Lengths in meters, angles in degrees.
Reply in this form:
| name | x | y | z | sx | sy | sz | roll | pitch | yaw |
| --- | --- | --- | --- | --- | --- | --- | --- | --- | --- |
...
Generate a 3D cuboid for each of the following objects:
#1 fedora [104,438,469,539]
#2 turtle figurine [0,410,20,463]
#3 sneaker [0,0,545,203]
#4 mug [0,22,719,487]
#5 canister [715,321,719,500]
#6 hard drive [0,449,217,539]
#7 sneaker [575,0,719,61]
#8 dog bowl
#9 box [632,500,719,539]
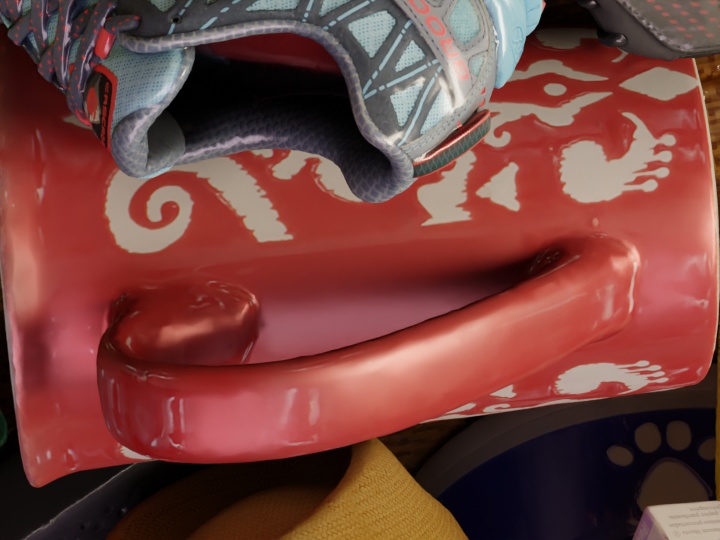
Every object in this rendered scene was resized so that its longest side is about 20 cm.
| name | x | y | z | sx | sy | sz | roll | pitch | yaw |
| --- | --- | --- | --- | --- | --- | --- | --- | --- | --- |
| fedora | -0.020 | 0.100 | 0.869 | 0.200 | 0.201 | 0.082 | -17 | 99 | 17 |
| turtle figurine | -0.145 | 0.110 | 0.996 | 0.150 | 0.101 | 0.200 | -24 | 148 | -51 |
| sneaker | -0.058 | -0.075 | 0.771 | 0.200 | 0.096 | 0.079 | 15 | 148 | 15 |
| mug | 0.000 | 0.005 | 0.843 | 0.200 | 0.178 | 0.134 | -4 | 141 | -4 |
| canister | 0.222 | 0.067 | 0.938 | 0.200 | 0.149 | 0.087 | 12 | 155 | -19 |
| hard drive | -0.083 | 0.102 | 0.941 | 0.200 | 0.042 | 0.135 | -34 | 143 | -28 |
| sneaker | 0.069 | -0.107 | 0.786 | 0.200 | 0.071 | 0.098 | 18 | 133 | -24 |
| dog bowl | 0.112 | 0.125 | 1.050 | 0.200 | 0.079 | 0.200 | -2 | 139 | -1 |
| box | 0.084 | 0.158 | 0.920 | 0.041 | 0.039 | 0.200 | -2 | 129 | -26 |
